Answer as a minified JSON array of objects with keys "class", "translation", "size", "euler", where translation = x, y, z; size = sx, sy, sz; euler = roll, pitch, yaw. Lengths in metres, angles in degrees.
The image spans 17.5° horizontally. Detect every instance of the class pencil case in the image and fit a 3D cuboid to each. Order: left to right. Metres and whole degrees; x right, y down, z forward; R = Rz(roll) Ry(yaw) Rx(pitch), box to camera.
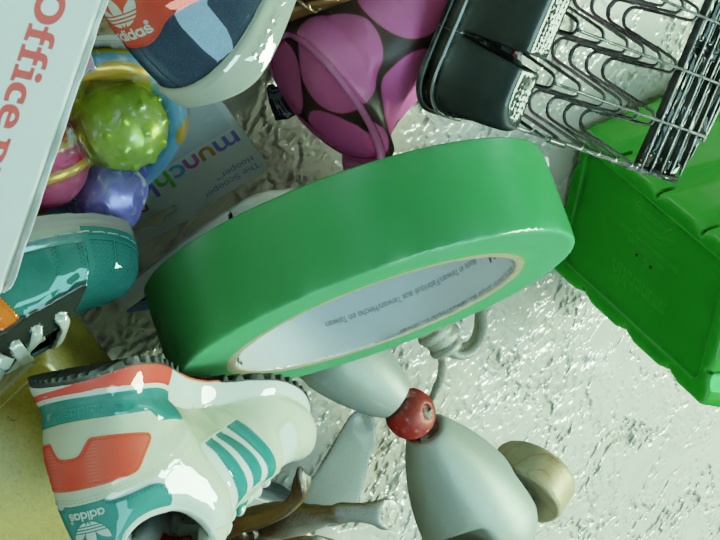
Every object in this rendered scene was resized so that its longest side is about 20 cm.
[{"class":"pencil case","translation":[0.045,-0.136,1.118],"size":[0.200,0.091,0.094],"euler":[-43,124,-18]}]

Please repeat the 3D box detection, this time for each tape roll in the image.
[{"class":"tape roll","translation":[0.000,0.000,1.091],"size":[0.199,0.048,0.201],"euler":[-19,167,-4]}]

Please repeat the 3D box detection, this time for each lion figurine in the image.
[{"class":"lion figurine","translation":[-0.020,0.160,1.203],"size":[0.200,0.122,0.073],"euler":[53,50,-36]}]

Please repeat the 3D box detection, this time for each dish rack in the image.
[{"class":"dish rack","translation":[0.124,-0.123,1.110],"size":[0.199,0.054,0.154],"euler":[12,105,-53]}]

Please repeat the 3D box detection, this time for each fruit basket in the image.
[{"class":"fruit basket","translation":[0.239,-0.022,1.317],"size":[0.215,0.215,0.156],"euler":[-15,127,-40]}]

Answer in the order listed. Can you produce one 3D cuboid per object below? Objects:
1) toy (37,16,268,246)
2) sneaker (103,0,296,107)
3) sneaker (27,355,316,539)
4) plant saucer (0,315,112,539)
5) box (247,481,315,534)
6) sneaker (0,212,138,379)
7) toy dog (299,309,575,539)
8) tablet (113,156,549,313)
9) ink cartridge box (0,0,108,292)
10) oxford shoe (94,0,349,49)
[{"class":"toy","translation":[-0.123,-0.059,0.993],"size":[0.115,0.047,0.200],"euler":[-29,138,6]},{"class":"sneaker","translation":[-0.055,-0.169,0.959],"size":[0.084,0.075,0.201],"euler":[40,51,-35]},{"class":"sneaker","translation":[-0.079,0.094,1.039],"size":[0.200,0.070,0.094],"euler":[17,64,-64]},{"class":"plant saucer","translation":[-0.169,0.125,1.063],"size":[0.200,0.048,0.200],"euler":[-44,127,-13]},{"class":"box","translation":[-0.122,0.191,1.207],"size":[0.156,0.041,0.201],"euler":[24,97,-52]},{"class":"sneaker","translation":[-0.177,0.038,0.974],"size":[0.199,0.080,0.071],"euler":[-19,165,-22]},{"class":"toy dog","translation":[0.028,0.102,1.263],"size":[0.132,0.096,0.201],"euler":[-36,104,-41]},{"class":"tablet","translation":[-0.012,-0.020,1.138],"size":[0.199,0.014,0.130],"euler":[-10,164,-44]},{"class":"ink cartridge box","translation":[-0.209,-0.080,0.841],"size":[0.199,0.084,0.147],"euler":[12,108,-33]},{"class":"oxford shoe","translation":[-0.045,-0.135,1.031],"size":[0.199,0.071,0.072],"euler":[-32,139,-15]}]
